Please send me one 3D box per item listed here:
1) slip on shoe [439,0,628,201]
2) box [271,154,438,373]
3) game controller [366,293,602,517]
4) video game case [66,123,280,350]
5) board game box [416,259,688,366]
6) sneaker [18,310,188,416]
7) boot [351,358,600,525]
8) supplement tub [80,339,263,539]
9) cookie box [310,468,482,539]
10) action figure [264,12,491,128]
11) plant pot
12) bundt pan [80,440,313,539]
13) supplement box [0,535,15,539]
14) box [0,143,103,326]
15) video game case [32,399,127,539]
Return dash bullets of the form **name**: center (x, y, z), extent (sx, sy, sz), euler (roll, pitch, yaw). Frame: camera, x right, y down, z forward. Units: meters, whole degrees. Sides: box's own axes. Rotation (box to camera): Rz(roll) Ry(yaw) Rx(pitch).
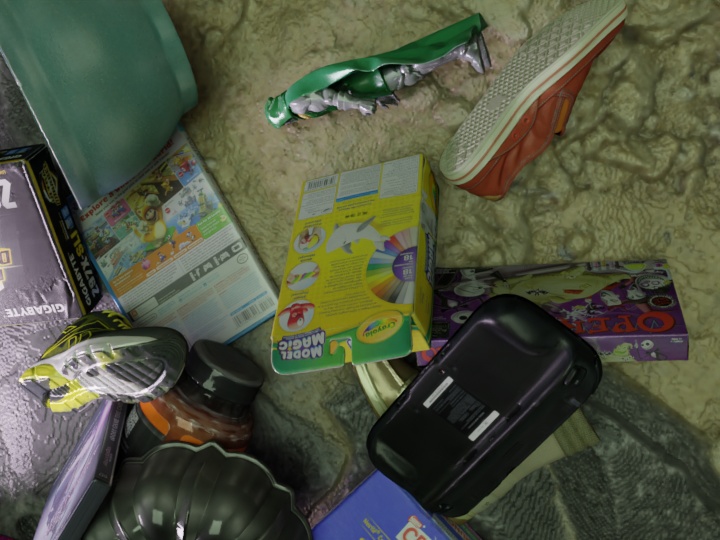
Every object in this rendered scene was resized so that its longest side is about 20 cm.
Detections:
- **slip on shoe**: center (0.149, -0.142, 0.717), extent (0.061, 0.074, 0.200), euler (37, 95, -27)
- **box**: center (0.000, 0.000, 0.688), extent (0.117, 0.201, 0.048), euler (-11, 134, 20)
- **game controller**: center (0.088, 0.108, 0.662), extent (0.104, 0.042, 0.200), euler (40, 119, 5)
- **video game case**: center (-0.177, -0.015, 0.812), extent (0.143, 0.018, 0.201), euler (-31, 87, 13)
- **board game box**: center (0.149, 0.032, 0.693), extent (0.199, 0.120, 0.032), euler (-3, 122, 12)
- **sneaker**: center (-0.221, 0.066, 0.752), extent (0.199, 0.085, 0.075), euler (-14, 132, 35)
- **boot**: center (0.092, 0.096, 0.732), extent (0.154, 0.072, 0.200), euler (-33, 93, 13)
- **supplement tub**: center (-0.165, 0.163, 0.774), extent (0.107, 0.107, 0.200), euler (34, 100, 8)
- **cookie box**: center (0.015, 0.288, 0.758), extent (0.200, 0.075, 0.171), euler (-44, 83, 12)
- **action figure**: center (0.008, -0.159, 0.732), extent (0.199, 0.118, 0.055), euler (-13, 103, 21)
- **plant pot**: center (-0.222, -0.170, 0.738), extent (0.134, 0.200, 0.201), euler (-26, 87, -14)
- **bundt pan**: center (-0.140, 0.244, 0.695), extent (0.201, 0.076, 0.203), euler (1, 99, 4)
- **supplement box**: center (-0.385, 0.317, 0.833), extent (0.199, 0.101, 0.104), euler (12, 95, 11)
- **box**: center (-0.361, -0.024, 0.805), extent (0.199, 0.049, 0.160), euler (-5, 115, 12)
- **video game case**: center (-0.246, 0.188, 0.752), extent (0.019, 0.200, 0.143), euler (30, 100, -16)
